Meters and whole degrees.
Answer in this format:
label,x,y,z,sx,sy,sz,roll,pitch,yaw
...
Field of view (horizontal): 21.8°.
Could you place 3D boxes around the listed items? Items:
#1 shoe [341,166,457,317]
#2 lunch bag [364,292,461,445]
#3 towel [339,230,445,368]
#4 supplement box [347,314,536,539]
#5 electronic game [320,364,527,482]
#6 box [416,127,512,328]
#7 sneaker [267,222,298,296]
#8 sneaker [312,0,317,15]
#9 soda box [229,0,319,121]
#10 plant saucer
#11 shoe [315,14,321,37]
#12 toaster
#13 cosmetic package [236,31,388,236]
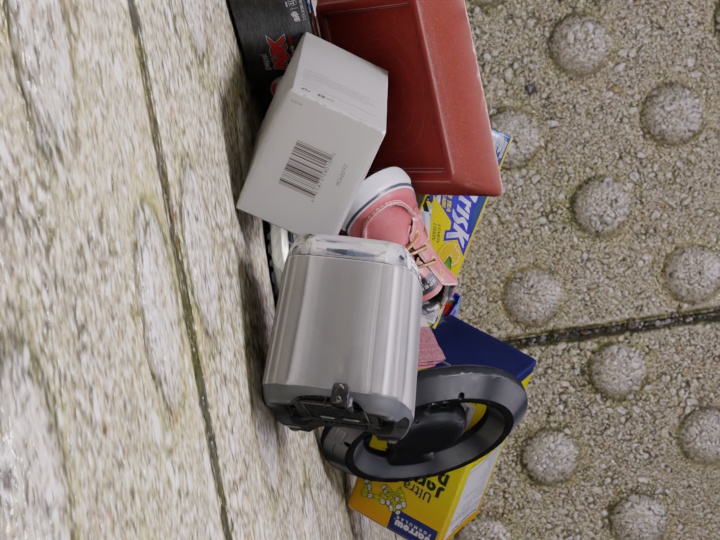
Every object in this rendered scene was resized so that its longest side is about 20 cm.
label,x,y,z,sx,sy,sz,roll,pitch,yaw
shoe,0.036,-0.019,1.588,0.091,0.071,0.200,55,-2,15
lunch bag,0.032,0.115,2.018,0.151,0.094,0.201,95,14,-81
towel,0.000,0.000,1.674,0.201,0.023,0.144,64,20,12
supplement box,0.082,0.166,1.913,0.109,0.109,0.201,-28,141,-60
electronic game,0.060,0.144,1.757,0.200,0.199,0.042,74,0,-60
box,0.073,-0.050,1.811,0.201,0.064,0.070,-67,-162,1
sneaker,-0.028,0.014,1.576,0.078,0.086,0.201,65,17,-76
sneaker,-0.053,-0.221,1.825,0.200,0.075,0.092,76,3,-65
soda box,-0.069,-0.205,1.597,0.200,0.063,0.071,78,4,-50
plant saucer,0.031,-0.156,1.591,0.200,0.037,0.201,6,-69,58
shoe,-0.036,-0.156,1.726,0.070,0.053,0.201,46,-42,50
toaster,-0.012,0.051,1.398,0.200,0.113,0.130,66,30,-76
cosmetic package,-0.035,-0.107,1.480,0.200,0.085,0.108,-82,-164,-70
